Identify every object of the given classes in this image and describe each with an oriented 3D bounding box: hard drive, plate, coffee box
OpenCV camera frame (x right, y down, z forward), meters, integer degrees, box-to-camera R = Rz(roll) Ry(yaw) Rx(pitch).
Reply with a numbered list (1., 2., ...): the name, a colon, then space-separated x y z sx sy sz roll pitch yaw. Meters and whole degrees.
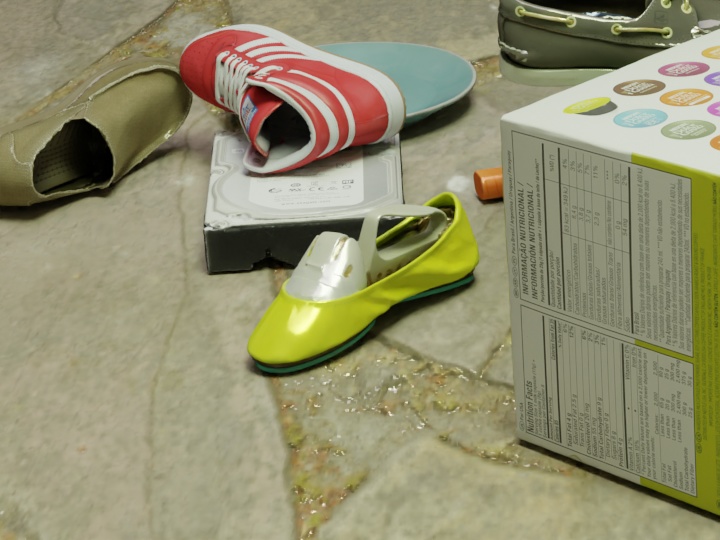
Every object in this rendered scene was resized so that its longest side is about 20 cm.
1. hard drive: -0.038 -0.056 1.914 0.139 0.038 0.200 -3 22 2
2. plate: -0.008 -0.137 2.116 0.199 0.026 0.200 -5 23 2
3. coffee box: 0.216 -0.003 1.522 0.199 0.201 0.197 -23 28 -38

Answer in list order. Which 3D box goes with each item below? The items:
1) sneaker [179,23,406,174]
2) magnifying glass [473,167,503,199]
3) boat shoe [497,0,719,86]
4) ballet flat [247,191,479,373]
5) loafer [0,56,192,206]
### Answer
1. sneaker: -0.078 -0.124 1.942 0.199 0.072 0.112 16 26 36
2. magnifying glass: 0.179 -0.075 1.938 0.199 0.022 0.080 -10 24 -11
3. boat shoe: 0.191 -0.164 1.809 0.201 0.061 0.072 -3 30 6
4. ballet flat: 0.000 0.000 1.730 0.067 0.067 0.200 17 31 41
5. loafer: -0.194 -0.094 1.995 0.200 0.076 0.067 -33 35 -32
